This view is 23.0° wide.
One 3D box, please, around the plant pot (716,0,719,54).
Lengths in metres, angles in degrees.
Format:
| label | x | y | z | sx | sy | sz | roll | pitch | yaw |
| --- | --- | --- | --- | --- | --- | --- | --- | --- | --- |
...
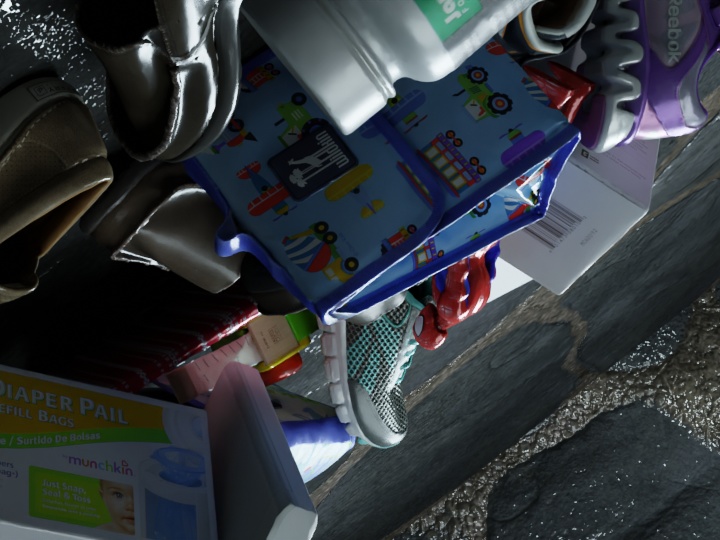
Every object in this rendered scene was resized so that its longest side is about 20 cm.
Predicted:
| label | x | y | z | sx | sy | sz | roll | pitch | yaw |
| --- | --- | --- | --- | --- | --- | --- | --- | --- | --- |
| plant pot | 0.308 | -0.247 | 1.180 | 0.200 | 0.200 | 0.198 | -47 | 172 | 28 |

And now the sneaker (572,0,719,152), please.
| label | x | y | z | sx | sy | sz | roll | pitch | yaw |
| --- | --- | --- | --- | --- | --- | --- | --- | --- | --- |
| sneaker | 0.189 | -0.171 | 1.109 | 0.088 | 0.202 | 0.080 | 5 | -176 | -11 |

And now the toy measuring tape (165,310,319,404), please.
| label | x | y | z | sx | sy | sz | roll | pitch | yaw |
| --- | --- | --- | --- | --- | --- | --- | --- | --- | --- |
| toy measuring tape | -0.090 | 0.057 | 1.216 | 0.074 | 0.074 | 0.200 | -48 | 171 | 31 |

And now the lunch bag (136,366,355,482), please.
| label | x | y | z | sx | sy | sz | roll | pitch | yaw |
| --- | --- | --- | --- | --- | --- | --- | --- | --- | --- |
| lunch bag | -0.121 | 0.131 | 1.252 | 0.198 | 0.129 | 0.170 | -11 | 176 | 21 |

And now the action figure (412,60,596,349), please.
| label | x | y | z | sx | sy | sz | roll | pitch | yaw |
| --- | --- | --- | --- | --- | --- | --- | --- | --- | --- |
| action figure | 0.080 | -0.036 | 1.108 | 0.065 | 0.051 | 0.201 | -28 | 144 | -64 |

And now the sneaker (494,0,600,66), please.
| label | x | y | z | sx | sy | sz | roll | pitch | yaw |
| --- | --- | --- | --- | --- | --- | --- | --- | --- | --- |
| sneaker | 0.108 | -0.164 | 1.094 | 0.079 | 0.079 | 0.200 | -58 | 167 | -2 |

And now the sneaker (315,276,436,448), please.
| label | x | y | z | sx | sy | sz | roll | pitch | yaw |
| --- | --- | --- | --- | --- | --- | --- | --- | --- | --- |
| sneaker | 0.019 | 0.039 | 1.244 | 0.090 | 0.201 | 0.078 | -4 | -151 | 16 |

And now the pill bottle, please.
| label | x | y | z | sx | sy | sz | roll | pitch | yaw |
| --- | --- | --- | --- | --- | --- | --- | --- | --- | --- |
| pill bottle | 0.039 | -0.166 | 0.870 | 0.200 | 0.113 | 0.113 | -40 | 166 | 1 |

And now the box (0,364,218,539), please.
| label | x | y | z | sx | sy | sz | roll | pitch | yaw |
| --- | --- | --- | --- | --- | --- | --- | --- | --- | --- |
| box | -0.193 | 0.131 | 1.013 | 0.199 | 0.113 | 0.102 | 15 | 134 | -27 |

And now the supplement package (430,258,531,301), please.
| label | x | y | z | sx | sy | sz | roll | pitch | yaw |
| --- | --- | --- | --- | --- | --- | --- | --- | --- | --- |
| supplement package | 0.095 | -0.057 | 1.326 | 0.199 | 0.120 | 0.121 | -24 | 160 | -47 |

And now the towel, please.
| label | x | y | z | sx | sy | sz | roll | pitch | yaw |
| --- | --- | --- | --- | --- | --- | --- | --- | --- | --- |
| towel | -0.115 | 0.039 | 1.158 | 0.199 | 0.023 | 0.144 | -33 | -166 | -22 |

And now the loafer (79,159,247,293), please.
| label | x | y | z | sx | sy | sz | roll | pitch | yaw |
| --- | --- | --- | --- | --- | --- | --- | --- | --- | --- |
| loafer | -0.091 | -0.027 | 1.048 | 0.073 | 0.071 | 0.200 | -44 | 165 | 18 |

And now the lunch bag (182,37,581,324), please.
| label | x | y | z | sx | sy | sz | roll | pitch | yaw |
| --- | --- | --- | --- | --- | --- | --- | --- | --- | --- |
| lunch bag | -0.004 | -0.062 | 0.996 | 0.199 | 0.151 | 0.094 | -32 | 160 | -24 |

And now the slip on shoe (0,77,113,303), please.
| label | x | y | z | sx | sy | sz | roll | pitch | yaw |
| --- | --- | --- | --- | --- | --- | --- | --- | --- | --- |
| slip on shoe | -0.190 | -0.007 | 0.882 | 0.200 | 0.061 | 0.076 | -46 | 164 | 24 |

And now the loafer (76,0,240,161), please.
| label | x | y | z | sx | sy | sz | roll | pitch | yaw |
| --- | --- | --- | --- | --- | --- | --- | --- | --- | --- |
| loafer | -0.094 | -0.116 | 0.770 | 0.071 | 0.073 | 0.201 | -22 | 153 | -25 |

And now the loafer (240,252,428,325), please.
| label | x | y | z | sx | sy | sz | roll | pitch | yaw |
| --- | --- | --- | --- | --- | --- | --- | --- | --- | --- |
| loafer | 0.000 | 0.000 | 1.079 | 0.073 | 0.072 | 0.200 | -5 | -170 | 32 |

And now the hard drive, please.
| label | x | y | z | sx | sy | sz | roll | pitch | yaw |
| --- | --- | --- | --- | --- | --- | --- | --- | --- | --- |
| hard drive | -0.080 | 0.152 | 1.055 | 0.133 | 0.026 | 0.200 | -64 | -159 | 13 |

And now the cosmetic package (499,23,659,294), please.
| label | x | y | z | sx | sy | sz | roll | pitch | yaw |
| --- | --- | --- | --- | --- | --- | --- | --- | --- | --- |
| cosmetic package | 0.148 | -0.098 | 1.222 | 0.108 | 0.084 | 0.201 | -48 | -164 | 44 |
